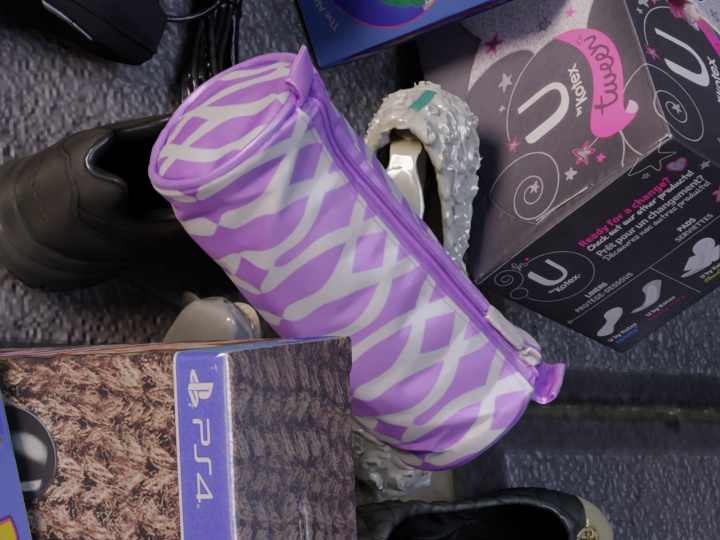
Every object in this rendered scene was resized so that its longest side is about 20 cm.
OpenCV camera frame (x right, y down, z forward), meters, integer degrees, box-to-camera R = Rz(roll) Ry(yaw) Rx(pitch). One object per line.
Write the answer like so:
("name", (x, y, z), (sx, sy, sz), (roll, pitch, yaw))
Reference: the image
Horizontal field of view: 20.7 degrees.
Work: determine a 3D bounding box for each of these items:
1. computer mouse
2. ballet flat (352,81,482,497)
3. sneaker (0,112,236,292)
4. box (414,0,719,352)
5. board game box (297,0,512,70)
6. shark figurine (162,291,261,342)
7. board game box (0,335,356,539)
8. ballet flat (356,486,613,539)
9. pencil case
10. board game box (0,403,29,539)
("computer mouse", (-0.109, -0.159, 0.880), (0.200, 0.046, 0.141), (27, 61, -43))
("ballet flat", (0.013, 0.013, 0.911), (0.072, 0.072, 0.201), (-6, 106, -43))
("sneaker", (-0.064, -0.035, 0.872), (0.200, 0.091, 0.076), (-13, 79, -45))
("box", (0.118, -0.086, 0.981), (0.115, 0.132, 0.200), (23, 42, -38))
("board game box", (0.007, -0.213, 0.952), (0.045, 0.134, 0.200), (-21, 94, -43))
("shark figurine", (-0.067, 0.098, 0.866), (0.089, 0.128, 0.215), (-28, 119, -18))
("board game box", (-0.107, 0.107, 0.690), (0.097, 0.200, 0.160), (-3, 89, -66))
("ballet flat", (0.059, 0.142, 0.966), (0.200, 0.057, 0.067), (1, 81, -43))
("pencil case", (0.000, 0.000, 0.811), (0.200, 0.085, 0.084), (47, 47, -31))
("board game box", (-0.164, 0.136, 0.629), (0.045, 0.134, 0.201), (-2, 79, -66))
